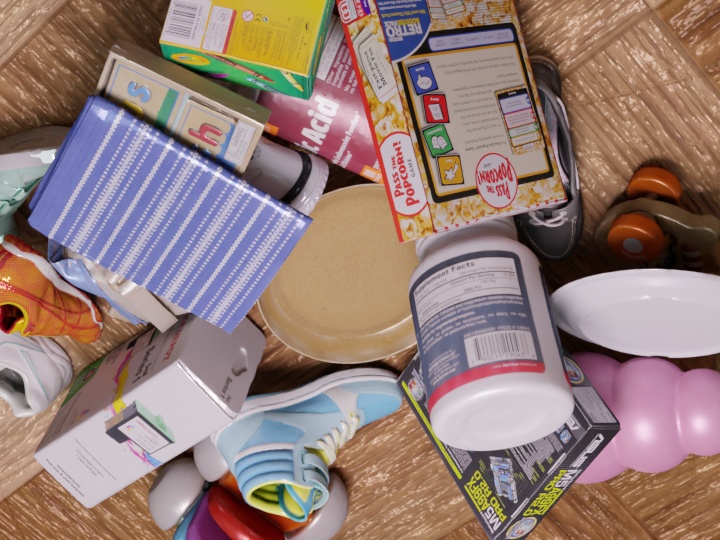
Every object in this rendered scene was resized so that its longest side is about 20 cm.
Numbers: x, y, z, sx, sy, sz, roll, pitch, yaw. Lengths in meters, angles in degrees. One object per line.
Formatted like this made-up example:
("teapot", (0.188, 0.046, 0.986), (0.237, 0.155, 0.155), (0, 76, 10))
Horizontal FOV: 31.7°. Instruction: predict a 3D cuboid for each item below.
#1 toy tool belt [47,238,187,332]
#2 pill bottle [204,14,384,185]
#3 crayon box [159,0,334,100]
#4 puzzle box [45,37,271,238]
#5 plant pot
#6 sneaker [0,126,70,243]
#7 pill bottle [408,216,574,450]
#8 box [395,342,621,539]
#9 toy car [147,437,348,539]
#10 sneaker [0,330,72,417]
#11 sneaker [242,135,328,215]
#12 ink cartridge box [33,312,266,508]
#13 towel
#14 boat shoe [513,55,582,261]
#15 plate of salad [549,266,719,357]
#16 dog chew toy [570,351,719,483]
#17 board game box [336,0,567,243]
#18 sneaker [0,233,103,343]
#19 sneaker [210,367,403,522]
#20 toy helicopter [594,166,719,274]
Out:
("toy tool belt", (-0.235, -0.018, 1.165), (0.123, 0.125, 0.200), (-23, 139, 22))
("pill bottle", (-0.036, -0.159, 1.072), (0.200, 0.114, 0.114), (24, 120, -5))
("crayon box", (-0.073, -0.246, 0.995), (0.119, 0.058, 0.200), (13, 79, 2))
("puzzle box", (-0.168, -0.077, 1.027), (0.133, 0.025, 0.200), (25, 127, -5))
("plant pot", (0.000, 0.000, 1.178), (0.200, 0.028, 0.200), (-6, 125, -9))
("sneaker", (-0.322, -0.062, 1.194), (0.200, 0.074, 0.118), (-13, 111, 26))
("pill bottle", (0.104, 0.040, 1.081), (0.119, 0.200, 0.120), (-6, 148, -4))
("box", (0.129, 0.122, 1.168), (0.044, 0.200, 0.160), (6, 129, -39))
("toy car", (-0.122, 0.258, 1.302), (0.175, 0.150, 0.200), (37, 118, -13))
("sneaker", (-0.377, 0.065, 1.274), (0.070, 0.080, 0.200), (-37, 107, 27))
("sneaker", (-0.121, -0.077, 1.113), (0.115, 0.075, 0.200), (30, 154, -24))
("ink cartridge box", (-0.203, 0.121, 1.239), (0.200, 0.145, 0.084), (-32, 110, 24))
("towel", (-0.157, -0.043, 1.024), (0.200, 0.024, 0.145), (30, 125, -12))
("boat shoe", (0.157, -0.088, 1.115), (0.067, 0.057, 0.200), (-5, 118, 12))
("plate of salad", (0.262, 0.030, 1.099), (0.200, 0.048, 0.200), (6, 159, 2))
("dog chew toy", (0.256, 0.134, 1.175), (0.200, 0.125, 0.125), (-6, 119, 27))
("board game box", (0.075, -0.134, 1.007), (0.046, 0.151, 0.200), (-15, 89, 53))
("sneaker", (-0.308, 0.031, 1.203), (0.073, 0.200, 0.077), (32, 80, 25))
("sneaker", (-0.035, 0.173, 1.221), (0.200, 0.131, 0.080), (-15, 139, -14))
("toy helicopter", (0.303, 0.002, 1.129), (0.200, 0.079, 0.132), (23, 144, 8))
